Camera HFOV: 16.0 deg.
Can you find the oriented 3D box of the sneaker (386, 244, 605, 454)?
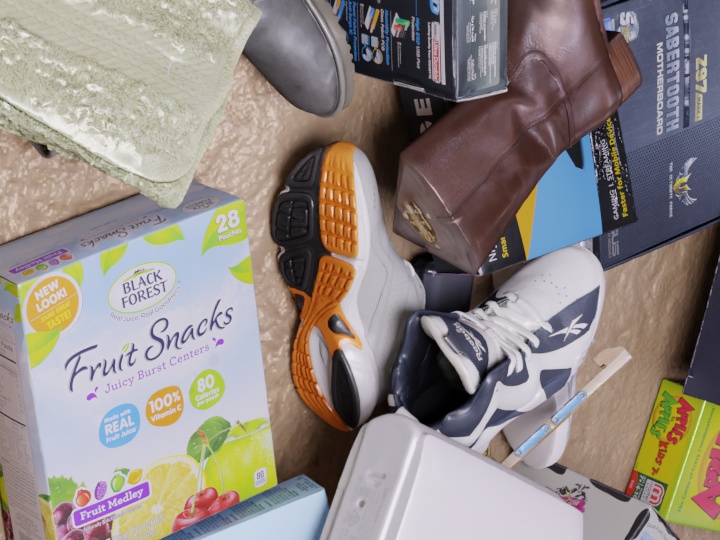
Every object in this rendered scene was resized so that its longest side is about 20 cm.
[{"bbox_3d":[0.085,0.047,1.668,0.199,0.079,0.130,-41,162,-8],"label":"sneaker"}]

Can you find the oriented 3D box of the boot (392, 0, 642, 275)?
[{"bbox_3d":[0.073,-0.120,1.613,0.200,0.064,0.186,-45,112,-22],"label":"boot"}]

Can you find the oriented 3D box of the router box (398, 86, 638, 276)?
[{"bbox_3d":[0.100,-0.110,1.697,0.149,0.051,0.200,-19,101,-36],"label":"router box"}]

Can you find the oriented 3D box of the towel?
[{"bbox_3d":[-0.160,-0.136,1.428,0.200,0.036,0.149,26,69,-20],"label":"towel"}]

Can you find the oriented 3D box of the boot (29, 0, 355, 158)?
[{"bbox_3d":[-0.111,-0.125,1.519,0.200,0.073,0.182,-42,115,-32],"label":"boot"}]

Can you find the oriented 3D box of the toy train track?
[{"bbox_3d":[0.101,0.115,1.743,0.200,0.033,0.115,-42,172,3],"label":"toy train track"}]

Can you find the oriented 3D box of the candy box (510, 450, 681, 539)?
[{"bbox_3d":[0.115,0.237,1.806,0.200,0.136,0.061,-54,135,-13],"label":"candy box"}]

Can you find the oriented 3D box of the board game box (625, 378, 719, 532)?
[{"bbox_3d":[0.298,0.154,2.004,0.200,0.048,0.102,15,94,-44],"label":"board game box"}]

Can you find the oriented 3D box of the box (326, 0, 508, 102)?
[{"bbox_3d":[0.020,-0.214,1.544,0.046,0.159,0.200,-17,115,-39],"label":"box"}]

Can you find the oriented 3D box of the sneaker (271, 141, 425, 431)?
[{"bbox_3d":[0.000,0.000,1.672,0.092,0.076,0.200,-30,131,-40],"label":"sneaker"}]

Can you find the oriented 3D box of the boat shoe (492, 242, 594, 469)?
[{"bbox_3d":[0.133,0.039,1.806,0.068,0.072,0.200,-17,106,-35],"label":"boat shoe"}]

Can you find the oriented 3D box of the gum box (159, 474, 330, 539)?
[{"bbox_3d":[-0.096,0.245,1.616,0.200,0.045,0.170,-20,105,-16],"label":"gum box"}]

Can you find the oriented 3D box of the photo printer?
[{"bbox_3d":[0.059,0.200,1.630,0.200,0.069,0.167,30,75,-42],"label":"photo printer"}]

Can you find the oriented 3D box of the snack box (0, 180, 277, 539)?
[{"bbox_3d":[-0.143,0.065,1.559,0.169,0.068,0.200,-23,117,-34],"label":"snack box"}]

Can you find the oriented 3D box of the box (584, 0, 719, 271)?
[{"bbox_3d":[0.205,-0.116,1.822,0.158,0.051,0.200,-22,120,-37],"label":"box"}]

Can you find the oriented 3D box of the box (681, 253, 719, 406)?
[{"bbox_3d":[0.346,0.019,1.927,0.200,0.104,0.182,1,106,-60],"label":"box"}]

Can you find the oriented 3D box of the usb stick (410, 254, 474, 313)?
[{"bbox_3d":[0.045,0.084,1.759,0.055,0.033,0.200,-9,111,-48],"label":"usb stick"}]
